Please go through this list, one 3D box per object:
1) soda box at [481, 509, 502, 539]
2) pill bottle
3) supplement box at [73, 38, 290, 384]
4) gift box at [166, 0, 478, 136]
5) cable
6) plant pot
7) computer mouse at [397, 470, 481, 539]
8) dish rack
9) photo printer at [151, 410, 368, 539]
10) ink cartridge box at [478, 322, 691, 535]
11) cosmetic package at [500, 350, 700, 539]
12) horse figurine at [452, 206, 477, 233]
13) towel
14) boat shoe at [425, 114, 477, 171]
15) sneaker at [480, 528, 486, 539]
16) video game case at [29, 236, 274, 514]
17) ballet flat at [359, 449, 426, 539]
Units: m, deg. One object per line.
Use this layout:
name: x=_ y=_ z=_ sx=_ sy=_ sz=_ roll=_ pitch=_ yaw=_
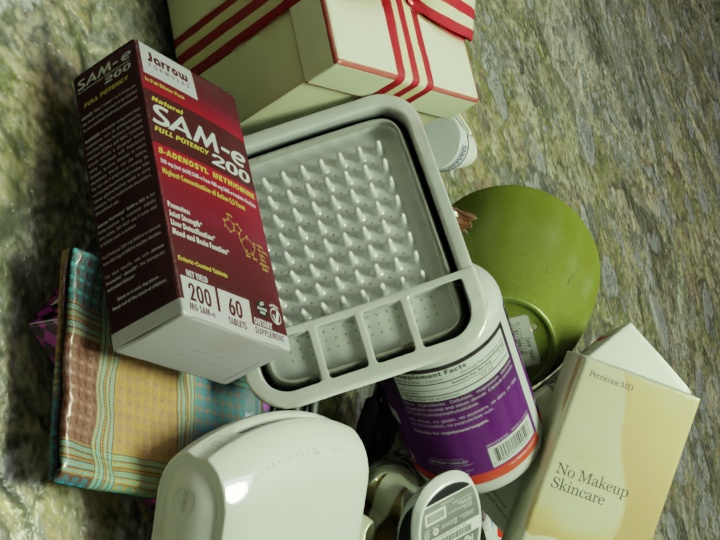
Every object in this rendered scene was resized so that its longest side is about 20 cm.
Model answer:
soda box: x=0.094 y=0.246 z=1.230 sx=0.200 sy=0.063 sz=0.069 roll=-8 pitch=88 yaw=-63
pill bottle: x=0.068 y=0.071 z=0.987 sx=0.113 sy=0.112 sz=0.201 roll=-68 pitch=145 yaw=-48
supplement box: x=-0.116 y=-0.037 z=0.821 sx=0.109 sy=0.061 sz=0.201 roll=25 pitch=44 yaw=-53
gift box: x=-0.033 y=-0.199 z=0.969 sx=0.184 sy=0.186 sz=0.202 roll=-1 pitch=72 yaw=-49
cable: x=-0.021 y=0.123 z=1.030 sx=0.200 sy=0.050 sz=0.164 roll=-38 pitch=140 yaw=-54
plant pot: x=0.141 y=0.034 z=1.218 sx=0.200 sy=0.186 sz=0.188 roll=-67 pitch=140 yaw=-71
computer mouse: x=0.062 y=0.243 z=1.000 sx=0.109 sy=0.044 sz=0.202 roll=-18 pitch=113 yaw=-35
dish rack: x=-0.015 y=-0.012 z=0.891 sx=0.044 sy=0.170 sz=0.201 roll=71 pitch=1 yaw=-72
photo printer: x=-0.068 y=0.193 z=0.836 sx=0.166 sy=0.069 sz=0.202 roll=-2 pitch=103 yaw=-55
ink cartridge box: x=0.181 y=0.141 z=1.133 sx=0.083 sy=0.200 sz=0.147 roll=51 pitch=-1 yaw=7
cosmetic package: x=0.185 y=0.176 z=1.019 sx=0.071 sy=0.104 sz=0.201 roll=-160 pitch=-92 yaw=-87
horse figurine: x=0.000 y=0.000 z=1.053 sx=0.050 sy=0.200 sz=0.132 roll=50 pitch=7 yaw=33
towel: x=-0.125 y=0.076 z=0.830 sx=0.200 sy=0.022 sz=0.148 roll=25 pitch=60 yaw=-57
boat shoe: x=0.035 y=-0.169 z=1.191 sx=0.200 sy=0.072 sz=0.066 roll=43 pitch=17 yaw=21
sneaker: x=0.033 y=0.237 z=1.063 sx=0.199 sy=0.077 sz=0.089 roll=-10 pitch=84 yaw=-42
video game case: x=-0.129 y=0.056 z=0.891 sx=0.201 sy=0.036 sz=0.182 roll=64 pitch=31 yaw=-28
ballet flat: x=0.008 y=0.201 z=0.997 sx=0.200 sy=0.072 sz=0.072 roll=-46 pitch=122 yaw=-40
